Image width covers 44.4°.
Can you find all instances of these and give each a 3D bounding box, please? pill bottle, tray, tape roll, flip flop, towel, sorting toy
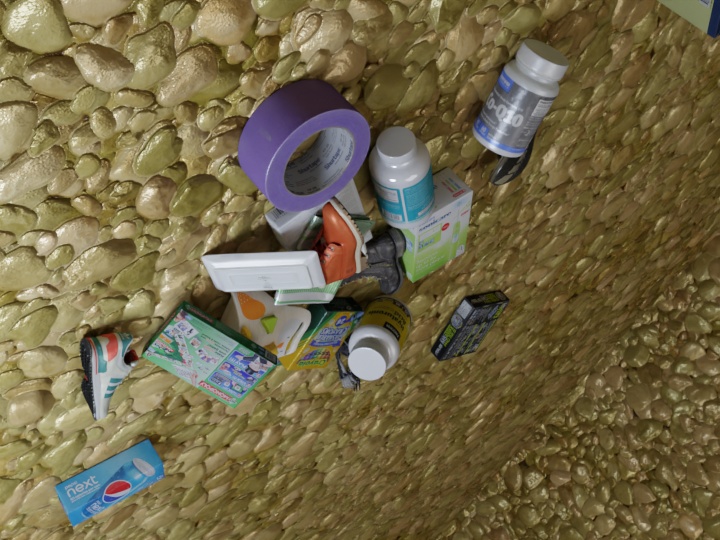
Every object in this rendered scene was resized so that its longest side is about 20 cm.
[{"bbox_3d":[0.038,0.146,1.890,0.111,0.111,0.200,-62,180,32],"label":"pill bottle"},{"bbox_3d":[0.075,-0.171,1.599,0.111,0.111,0.200,-35,151,-12],"label":"pill bottle"},{"bbox_3d":[0.302,-0.324,1.663,0.114,0.114,0.200,-11,138,-43],"label":"pill bottle"},{"bbox_3d":[-0.166,0.007,1.520,0.200,0.022,0.107,-2,148,7],"label":"tray"},{"bbox_3d":[-0.088,-0.196,1.398,0.200,0.085,0.200,-31,150,-20],"label":"tape roll"},{"bbox_3d":[0.315,-0.270,1.819,0.081,0.058,0.200,-4,118,-42],"label":"flip flop"},{"bbox_3d":[-0.069,-0.017,1.618,0.152,0.023,0.200,-1,130,-46],"label":"towel"},{"bbox_3d":[-0.185,0.128,1.677,0.180,0.107,0.200,-4,134,-40],"label":"sorting toy"}]

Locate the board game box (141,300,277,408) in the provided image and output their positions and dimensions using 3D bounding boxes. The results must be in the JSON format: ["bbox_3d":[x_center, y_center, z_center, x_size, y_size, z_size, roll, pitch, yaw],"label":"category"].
[{"bbox_3d":[-0.267,0.152,1.565,0.200,0.029,0.135,34,118,-21],"label":"board game box"}]

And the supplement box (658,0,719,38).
[{"bbox_3d":[0.641,-0.583,1.632,0.134,0.200,0.200,-36,150,-10],"label":"supplement box"}]

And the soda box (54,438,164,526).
[{"bbox_3d":[-0.494,0.419,1.750,0.200,0.068,0.064,-26,147,-26],"label":"soda box"}]

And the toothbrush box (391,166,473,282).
[{"bbox_3d":[0.143,-0.091,1.814,0.145,0.086,0.200,-30,147,-21],"label":"toothbrush box"}]

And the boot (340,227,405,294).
[{"bbox_3d":[0.000,0.000,1.800,0.174,0.069,0.200,-23,142,-21],"label":"boot"}]

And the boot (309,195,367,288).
[{"bbox_3d":[-0.052,-0.043,1.528,0.107,0.075,0.200,-27,145,-12],"label":"boot"}]

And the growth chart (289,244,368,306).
[{"bbox_3d":[-0.076,-0.026,1.670,0.200,0.018,0.145,-33,132,-7],"label":"growth chart"}]

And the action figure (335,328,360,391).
[{"bbox_3d":[-0.002,0.210,2.029,0.119,0.102,0.200,-27,151,-3],"label":"action figure"}]

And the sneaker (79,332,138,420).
[{"bbox_3d":[-0.424,0.180,1.510,0.093,0.070,0.200,-16,140,-28],"label":"sneaker"}]

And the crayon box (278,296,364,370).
[{"bbox_3d":[-0.094,0.146,1.882,0.126,0.052,0.200,3,129,-51],"label":"crayon box"}]

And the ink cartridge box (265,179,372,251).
[{"bbox_3d":[-0.071,-0.081,1.604,0.162,0.057,0.200,-36,153,-9],"label":"ink cartridge box"}]

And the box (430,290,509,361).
[{"bbox_3d":[0.292,0.148,2.354,0.160,0.044,0.200,-9,138,-45],"label":"box"}]
